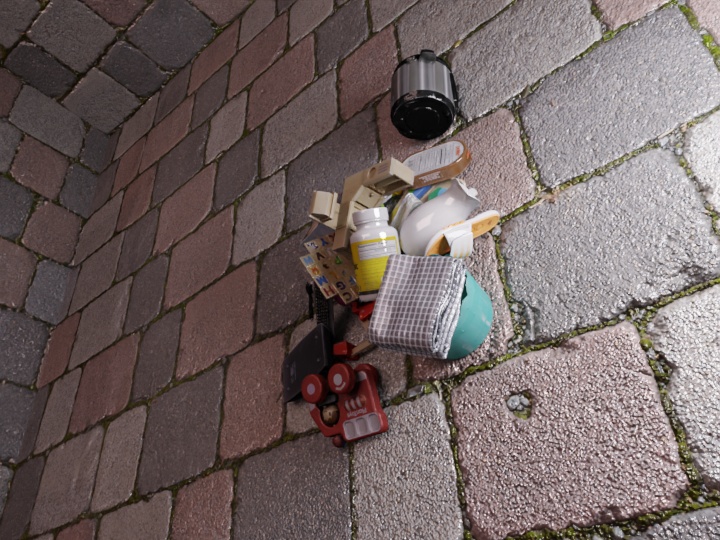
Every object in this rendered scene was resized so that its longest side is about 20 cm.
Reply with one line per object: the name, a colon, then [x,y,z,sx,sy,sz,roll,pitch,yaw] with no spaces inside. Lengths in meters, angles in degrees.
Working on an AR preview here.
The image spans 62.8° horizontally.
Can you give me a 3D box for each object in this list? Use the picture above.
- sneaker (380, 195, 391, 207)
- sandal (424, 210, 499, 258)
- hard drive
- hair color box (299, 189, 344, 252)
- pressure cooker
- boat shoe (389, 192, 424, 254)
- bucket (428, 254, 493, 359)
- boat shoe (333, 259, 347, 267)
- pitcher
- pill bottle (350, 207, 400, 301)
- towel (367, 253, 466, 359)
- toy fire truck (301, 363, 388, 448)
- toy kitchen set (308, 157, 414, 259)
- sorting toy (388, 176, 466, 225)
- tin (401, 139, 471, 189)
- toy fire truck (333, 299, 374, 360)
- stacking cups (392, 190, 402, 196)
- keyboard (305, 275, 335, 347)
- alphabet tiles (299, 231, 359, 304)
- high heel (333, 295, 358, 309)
sneaker: [0.024,-0.124,1.565,0.200,0.083,0.072,-49,24,6]
sandal: [0.231,-0.068,1.273,0.206,0.079,0.059,-27,55,-18]
hard drive: [-0.132,0.236,1.477,0.200,0.042,0.136,-46,38,37]
hair color box: [-0.082,-0.129,1.616,0.200,0.060,0.099,-42,16,48]
pressure cooker: [0.165,-0.475,1.575,0.175,0.178,0.201,-24,50,36]
boat shoe: [0.094,-0.090,1.442,0.065,0.074,0.203,54,130,44]
bucket: [0.169,0.081,1.241,0.206,0.135,0.209,-24,50,31]
boat shoe: [-0.083,0.000,1.561,0.200,0.071,0.077,-145,75,-77]
pitcher: [0.188,-0.113,1.357,0.121,0.171,0.200,47,110,11]
pill bottle: [0.036,-0.037,1.334,0.111,0.111,0.202,-9,89,41]
towel: [0.109,0.061,1.143,0.165,0.085,0.201,-1,65,44]
toy fire truck: [-0.037,0.306,1.333,0.199,0.112,0.169,-27,67,32]
toy kitchen set: [-0.002,-0.157,1.396,0.180,0.163,0.202,-15,59,47]
sorting toy: [0.152,-0.158,1.489,0.185,0.036,0.201,27,85,49]
tin: [0.183,-0.269,1.502,0.199,0.042,0.113,-14,48,28]
toy fire truck: [0.027,0.129,1.417,0.199,0.049,0.142,-21,52,34]
stacking cups: [0.018,-0.197,1.628,0.199,0.060,0.061,-23,50,33]
keyboard: [-0.105,0.100,1.499,0.127,0.020,0.202,21,118,53]
alphabet tiles: [-0.048,-0.011,1.454,0.200,0.166,0.006,53,149,25]
high heel: [0.000,0.000,1.491,0.067,0.096,0.201,25,83,50]
